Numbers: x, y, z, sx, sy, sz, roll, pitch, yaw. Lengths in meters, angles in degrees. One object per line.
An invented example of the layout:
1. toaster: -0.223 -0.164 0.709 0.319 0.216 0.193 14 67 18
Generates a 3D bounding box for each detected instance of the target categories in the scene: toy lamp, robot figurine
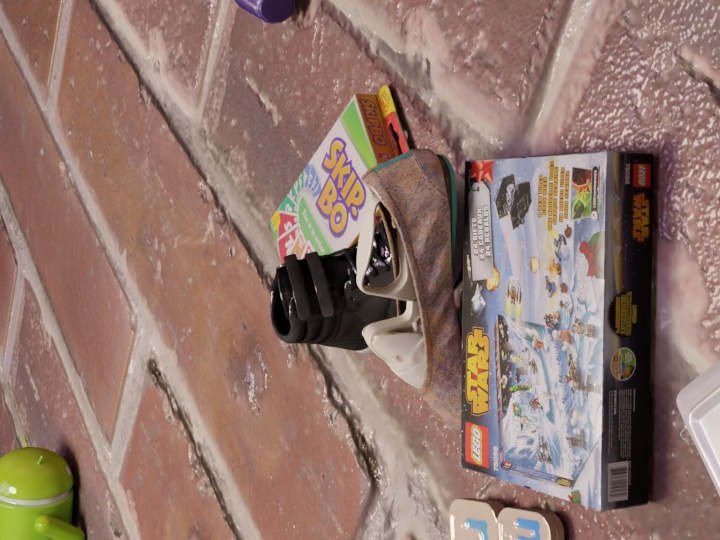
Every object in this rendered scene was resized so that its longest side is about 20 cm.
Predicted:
1. toy lamp: -0.108 -0.285 1.092 0.200 0.058 0.058 58 138 42
2. robot figurine: -0.452 0.331 1.653 0.175 0.116 0.200 24 111 51

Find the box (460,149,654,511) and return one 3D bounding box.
1. box: 0.114 0.031 0.728 0.137 0.040 0.200 6 96 59

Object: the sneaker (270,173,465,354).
1. sneaker: 0.000 0.000 0.868 0.200 0.099 0.071 -52 46 46

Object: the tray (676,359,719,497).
1. tray: 0.214 0.122 0.573 0.107 0.022 0.200 -55 45 47

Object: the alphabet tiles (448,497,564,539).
1. alphabet tiles: 0.096 0.250 0.782 0.196 0.015 0.200 -5 86 55

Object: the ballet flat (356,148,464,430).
1. ballet flat: 0.032 0.019 0.802 0.068 0.067 0.200 -141 41 -67

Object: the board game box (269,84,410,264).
1. board game box: -0.017 -0.053 0.971 0.200 0.030 0.096 -48 51 47
